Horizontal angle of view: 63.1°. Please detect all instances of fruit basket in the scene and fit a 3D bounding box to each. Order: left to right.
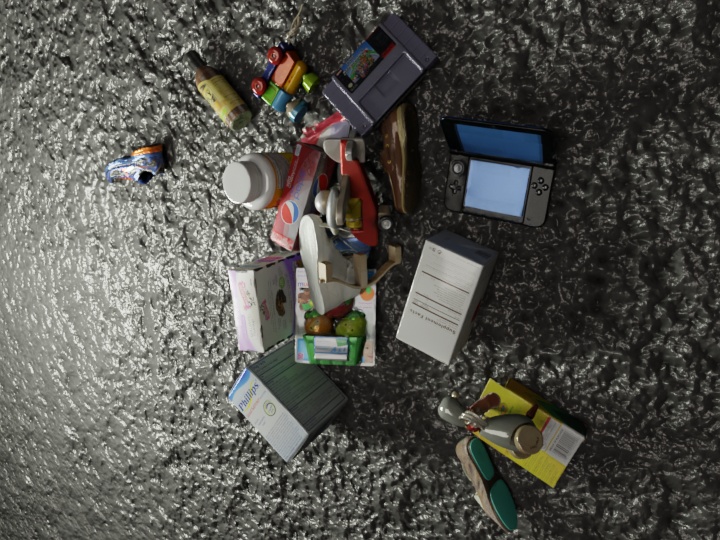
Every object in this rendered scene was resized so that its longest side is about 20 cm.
[{"bbox_3d":[-0.055,0.099,1.246,0.179,0.094,0.207,2,96,10],"label":"fruit basket"}]

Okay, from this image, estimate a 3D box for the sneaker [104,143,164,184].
[{"bbox_3d":[-0.565,-0.249,1.464,0.196,0.075,0.081,-14,99,32],"label":"sneaker"}]

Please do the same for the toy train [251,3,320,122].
[{"bbox_3d":[-0.126,-0.411,1.184,0.115,0.085,0.201,39,117,3],"label":"toy train"}]

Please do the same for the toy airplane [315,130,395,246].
[{"bbox_3d":[-0.028,-0.154,1.097,0.137,0.199,0.205,-17,75,17],"label":"toy airplane"}]

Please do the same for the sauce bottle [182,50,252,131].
[{"bbox_3d":[-0.321,-0.401,1.299,0.201,0.064,0.065,50,119,11],"label":"sauce bottle"}]

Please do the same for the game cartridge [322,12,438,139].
[{"bbox_3d":[0.033,-0.364,1.093,0.200,0.038,0.130,-45,80,9],"label":"game cartridge"}]

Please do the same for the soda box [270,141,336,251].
[{"bbox_3d":[-0.113,-0.145,1.161,0.062,0.069,0.205,25,106,24],"label":"soda box"}]

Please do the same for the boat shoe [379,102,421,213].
[{"bbox_3d":[0.074,-0.213,1.129,0.066,0.071,0.207,0,96,33],"label":"boat shoe"}]

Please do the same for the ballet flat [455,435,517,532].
[{"bbox_3d":[0.254,0.434,1.197,0.067,0.067,0.205,-30,81,50],"label":"ballet flat"}]

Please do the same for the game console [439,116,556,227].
[{"bbox_3d":[0.232,-0.169,1.023,0.195,0.118,0.176,14,108,25],"label":"game console"}]

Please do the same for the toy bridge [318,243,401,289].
[{"bbox_3d":[0.000,0.000,1.148,0.027,0.196,0.069,18,117,50],"label":"toy bridge"}]

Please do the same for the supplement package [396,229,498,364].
[{"bbox_3d":[0.164,0.047,1.109,0.117,0.121,0.205,24,113,20],"label":"supplement package"}]

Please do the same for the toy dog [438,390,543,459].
[{"bbox_3d":[0.250,0.263,1.069,0.197,0.098,0.132,31,159,-12],"label":"toy dog"}]

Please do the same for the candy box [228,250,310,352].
[{"bbox_3d":[-0.187,0.060,1.258,0.070,0.199,0.173,1,102,27],"label":"candy box"}]

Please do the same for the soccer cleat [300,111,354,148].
[{"bbox_3d":[-0.031,-0.286,1.178,0.196,0.068,0.077,-22,129,22],"label":"soccer cleat"}]

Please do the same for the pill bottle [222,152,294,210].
[{"bbox_3d":[-0.183,-0.183,1.192,0.107,0.198,0.113,7,103,32],"label":"pill bottle"}]

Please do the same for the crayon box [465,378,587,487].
[{"bbox_3d":[0.316,0.301,1.129,0.197,0.051,0.130,31,115,18],"label":"crayon box"}]

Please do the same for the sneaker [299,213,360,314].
[{"bbox_3d":[-0.053,-0.027,1.163,0.073,0.113,0.206,26,131,50],"label":"sneaker"}]

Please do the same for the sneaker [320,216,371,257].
[{"bbox_3d":[-0.065,-0.069,1.231,0.195,0.075,0.080,11,107,25],"label":"sneaker"}]

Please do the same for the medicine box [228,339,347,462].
[{"bbox_3d":[-0.158,0.283,1.306,0.199,0.181,0.104,43,117,12],"label":"medicine box"}]
